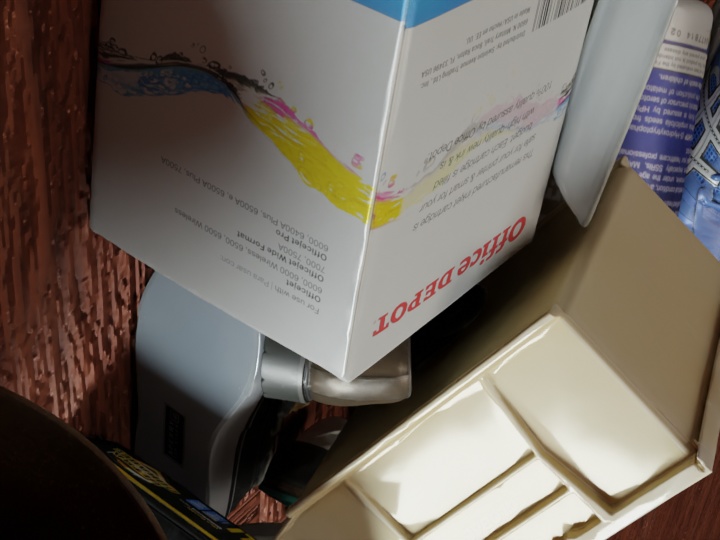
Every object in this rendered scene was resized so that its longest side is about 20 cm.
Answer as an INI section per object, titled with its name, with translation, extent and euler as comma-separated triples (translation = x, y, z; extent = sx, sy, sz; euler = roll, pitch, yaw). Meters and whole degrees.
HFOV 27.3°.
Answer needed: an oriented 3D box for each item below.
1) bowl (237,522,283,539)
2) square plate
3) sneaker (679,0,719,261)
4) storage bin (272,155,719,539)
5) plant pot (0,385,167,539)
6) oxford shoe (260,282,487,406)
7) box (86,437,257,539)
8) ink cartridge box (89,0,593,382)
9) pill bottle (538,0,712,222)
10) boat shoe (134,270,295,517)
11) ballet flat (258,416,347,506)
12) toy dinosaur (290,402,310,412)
[bowl]
translation = -0.051, 0.198, 0.747
extent = 0.201, 0.201, 0.091
euler = -43, 146, -34
[square plate]
translation = 0.110, -0.152, 0.675
extent = 0.200, 0.028, 0.199
euler = -93, -164, -59
[sneaker]
translation = 0.222, -0.084, 0.874
extent = 0.077, 0.075, 0.201
euler = -123, -135, -72
[storage bin]
translation = 0.074, 0.064, 0.720
extent = 0.198, 0.094, 0.200
euler = -41, -174, 29
[plant pot]
translation = -0.184, 0.164, 0.518
extent = 0.187, 0.187, 0.200
euler = -22, 149, -54
[oxford shoe]
translation = 0.022, 0.002, 0.703
extent = 0.200, 0.084, 0.073
euler = -66, 162, -52
[box]
translation = -0.112, 0.201, 0.678
extent = 0.200, 0.159, 0.049
euler = -62, 152, 5
[ink cartridge box]
translation = -0.006, -0.092, 0.594
extent = 0.147, 0.144, 0.200
euler = -33, 143, -45
[pill bottle]
translation = 0.128, -0.061, 0.857
extent = 0.120, 0.119, 0.201
euler = -4, 103, -61
[boat shoe]
translation = -0.062, 0.053, 0.721
extent = 0.068, 0.073, 0.200
euler = -36, 146, -41
[ballet flat]
translation = -0.018, 0.128, 0.904
extent = 0.200, 0.068, 0.069
euler = 74, 39, -70
[toy dinosaur]
translation = 0.000, 0.000, 0.804
extent = 0.101, 0.058, 0.201
euler = -26, 137, -50
